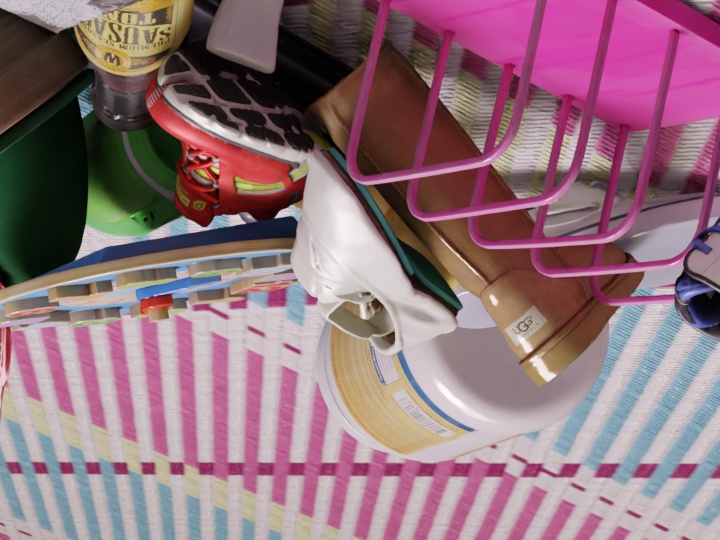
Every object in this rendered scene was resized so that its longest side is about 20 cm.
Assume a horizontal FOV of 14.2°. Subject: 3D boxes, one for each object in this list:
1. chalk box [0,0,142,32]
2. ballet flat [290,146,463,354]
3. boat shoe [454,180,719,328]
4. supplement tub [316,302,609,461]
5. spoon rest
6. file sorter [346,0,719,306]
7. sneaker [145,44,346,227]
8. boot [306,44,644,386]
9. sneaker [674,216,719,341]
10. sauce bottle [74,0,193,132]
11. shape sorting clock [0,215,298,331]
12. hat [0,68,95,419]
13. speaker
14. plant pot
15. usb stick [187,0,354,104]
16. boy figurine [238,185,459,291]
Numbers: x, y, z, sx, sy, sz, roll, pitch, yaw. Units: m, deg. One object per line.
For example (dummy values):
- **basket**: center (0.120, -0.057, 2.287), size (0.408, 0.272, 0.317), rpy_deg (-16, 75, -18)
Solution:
- **chalk box**: center (-0.176, -0.206, 1.279), size (0.200, 0.124, 0.124), rpy_deg (23, 162, -30)
- **ballet flat**: center (0.000, 0.000, 1.582), size (0.069, 0.069, 0.200), rpy_deg (6, 161, 22)
- **boat shoe**: center (0.137, -0.023, 1.760), size (0.200, 0.065, 0.074), rpy_deg (-13, 150, 12)
- **supplement tub**: center (0.062, 0.048, 1.912), size (0.145, 0.145, 0.200), rpy_deg (18, 163, -18)
- **spoon rest**: center (-0.011, -0.166, 1.429), size (0.099, 0.061, 0.200), rpy_deg (19, 149, -27)
- **file sorter**: center (0.110, -0.071, 1.510), size (0.200, 0.125, 0.139), rpy_deg (25, 160, -36)
- **sneaker**: center (-0.070, -0.060, 1.560), size (0.077, 0.085, 0.200), rpy_deg (51, -170, 20)
- **boot**: center (0.069, -0.044, 1.638), size (0.200, 0.066, 0.175), rpy_deg (50, -162, -2)
- **sneaker**: center (0.205, -0.025, 1.440), size (0.115, 0.199, 0.081), rpy_deg (-10, 160, -3)
- **sauce bottle**: center (-0.116, -0.138, 1.502), size (0.066, 0.066, 0.200), rpy_deg (12, 151, 2)
- **shape sorting clock**: center (-0.117, 0.009, 1.635), size (0.200, 0.039, 0.200), rpy_deg (-14, 176, -1)
- **hat**: center (-0.181, 0.001, 1.714), size (0.176, 0.166, 0.200), rpy_deg (55, 148, -9)
- **speaker**: center (-0.123, -0.071, 1.738), size (0.088, 0.088, 0.200), rpy_deg (17, 168, -17)
- **plant pot**: center (-0.264, -0.099, 1.671), size (0.093, 0.201, 0.201), rpy_deg (55, 151, -10)
- **usb stick**: center (-0.063, -0.125, 1.626), size (0.055, 0.033, 0.200), rpy_deg (-14, 150, 40)
- **boy figurine**: center (0.000, -0.029, 1.750), size (0.200, 0.064, 0.124), rpy_deg (28, 178, 41)
